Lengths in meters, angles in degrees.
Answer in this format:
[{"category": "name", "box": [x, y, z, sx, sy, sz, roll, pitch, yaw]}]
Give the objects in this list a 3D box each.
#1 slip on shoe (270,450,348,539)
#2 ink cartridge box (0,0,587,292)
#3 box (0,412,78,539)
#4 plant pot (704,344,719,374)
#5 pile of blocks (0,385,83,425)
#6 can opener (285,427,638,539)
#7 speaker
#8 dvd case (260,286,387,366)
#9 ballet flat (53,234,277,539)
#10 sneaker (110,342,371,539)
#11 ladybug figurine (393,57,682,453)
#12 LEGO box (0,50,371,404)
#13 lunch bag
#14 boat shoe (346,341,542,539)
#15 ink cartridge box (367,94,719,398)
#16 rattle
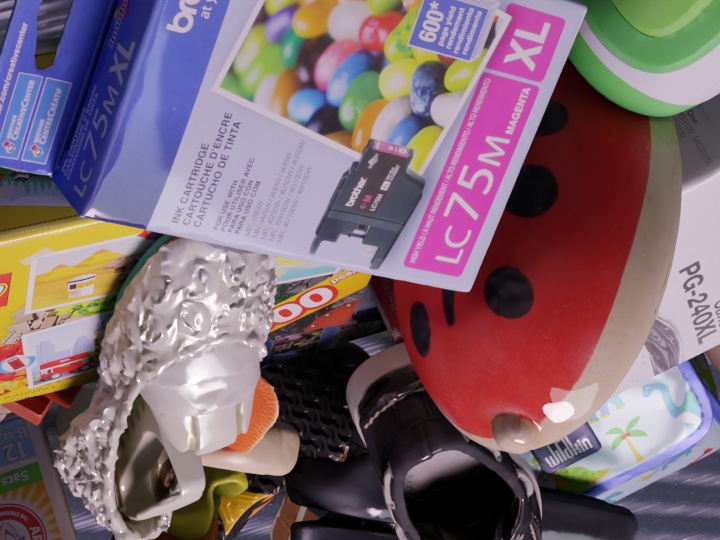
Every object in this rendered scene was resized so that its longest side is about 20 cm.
[{"category": "slip on shoe", "box": [-0.002, 0.129, 1.225, 0.061, 0.076, 0.201, -44, 166, -34]}, {"category": "ink cartridge box", "box": [-0.025, -0.066, 0.679, 0.198, 0.042, 0.120, 12, 109, -31]}, {"category": "box", "box": [-0.243, 0.151, 0.988, 0.198, 0.113, 0.102, -18, 157, -13]}, {"category": "plant pot", "box": [0.259, 0.011, 1.067, 0.200, 0.202, 0.174, -34, 137, 26]}, {"category": "pile of blocks", "box": [-0.169, 0.042, 0.875, 0.199, 0.063, 0.082, -26, 157, 8]}, {"category": "can opener", "box": [0.053, 0.127, 1.035, 0.198, 0.079, 0.063, 5, -171, -24]}, {"category": "speaker", "box": [0.154, -0.143, 0.725, 0.088, 0.089, 0.200, -5, 152, -35]}, {"category": "dvd case", "box": [0.000, 0.000, 0.993, 0.198, 0.018, 0.143, -15, 156, -14]}, {"category": "ballet flat", "box": [-0.072, 0.054, 0.784, 0.071, 0.072, 0.200, -10, 154, -26]}, {"category": "sneaker", "box": [-0.066, 0.102, 1.119, 0.200, 0.070, 0.090, -45, -172, 17]}, {"category": "ladybug figurine", "box": [0.064, -0.021, 0.802, 0.135, 0.202, 0.072, -26, 136, 36]}, {"category": "LEGO box", "box": [-0.090, -0.023, 0.783, 0.198, 0.078, 0.149, -13, 156, -21]}, {"category": "lunch bag", "box": [0.112, 0.073, 1.114, 0.169, 0.128, 0.200, -29, 155, 10]}, {"category": "boat shoe", "box": [0.049, 0.108, 0.918, 0.073, 0.061, 0.201, -23, 142, 1]}, {"category": "ink cartridge box", "box": [0.108, -0.009, 0.933, 0.199, 0.084, 0.146, -27, 145, 2]}, {"category": "rattle", "box": [-0.092, 0.119, 0.951, 0.129, 0.144, 0.200, 29, 171, -19]}]
